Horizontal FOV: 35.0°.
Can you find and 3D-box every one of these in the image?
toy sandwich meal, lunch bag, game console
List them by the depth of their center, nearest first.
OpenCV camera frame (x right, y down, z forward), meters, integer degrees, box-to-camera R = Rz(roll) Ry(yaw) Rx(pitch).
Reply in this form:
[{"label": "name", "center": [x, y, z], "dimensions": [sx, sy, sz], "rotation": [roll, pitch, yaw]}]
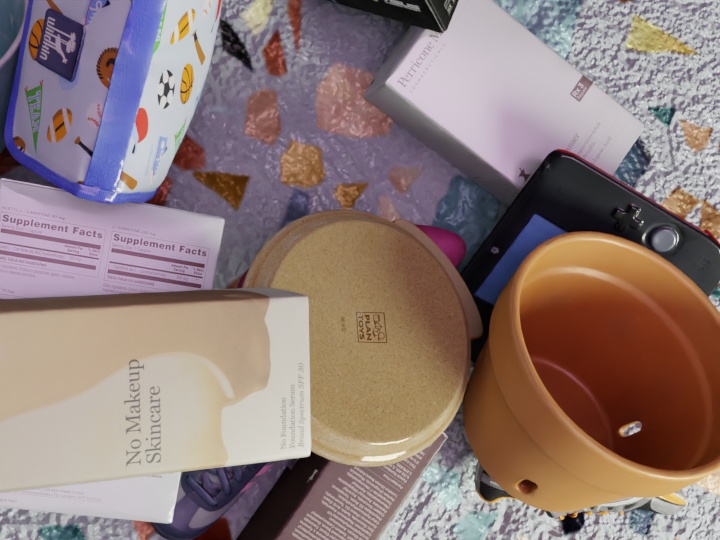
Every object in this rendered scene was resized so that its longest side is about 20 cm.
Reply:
[{"label": "lunch bag", "center": [-0.158, -0.144, 0.750], "dimensions": [0.124, 0.200, 0.170], "rotation": [14, 104, -16]}, {"label": "toy sandwich meal", "center": [-0.005, 0.045, 0.825], "dimensions": [0.205, 0.070, 0.205], "rotation": [9, 70, -26]}, {"label": "game console", "center": [0.176, 0.018, 0.928], "dimensions": [0.177, 0.031, 0.200], "rotation": [27, 117, -14]}]

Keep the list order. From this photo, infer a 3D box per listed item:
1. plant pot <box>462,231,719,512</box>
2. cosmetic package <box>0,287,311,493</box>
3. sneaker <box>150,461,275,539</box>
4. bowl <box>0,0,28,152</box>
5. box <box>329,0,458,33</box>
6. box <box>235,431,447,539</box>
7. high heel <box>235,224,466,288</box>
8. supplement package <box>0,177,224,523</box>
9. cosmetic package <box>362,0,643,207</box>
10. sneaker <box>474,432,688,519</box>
[{"label": "plant pot", "center": [0.168, 0.090, 0.857], "dimensions": [0.200, 0.140, 0.200], "rotation": [14, 52, -18]}, {"label": "cosmetic package", "center": [-0.133, 0.066, 0.673], "dimensions": [0.200, 0.071, 0.105], "rotation": [-4, 95, -26]}, {"label": "sneaker", "center": [-0.091, 0.128, 0.882], "dimensions": [0.070, 0.082, 0.200], "rotation": [40, 81, -12]}, {"label": "bowl", "center": [-0.316, -0.128, 0.788], "dimensions": [0.201, 0.105, 0.201], "rotation": [-1, 51, 1]}, {"label": "box", "center": [0.022, -0.306, 0.873], "dimensions": [0.164, 0.086, 0.200], "rotation": [22, 84, 21]}, {"label": "box", "center": [-0.027, 0.186, 0.891], "dimensions": [0.075, 0.100, 0.200], "rotation": [36, 80, -12]}, {"label": "high heel", "center": [0.000, 0.000, 0.899], "dimensions": [0.200, 0.096, 0.067], "rotation": [-7, 91, -14]}, {"label": "supplement package", "center": [-0.199, 0.051, 0.795], "dimensions": [0.147, 0.191, 0.200], "rotation": [10, 87, -19]}, {"label": "cosmetic package", "center": [0.116, -0.132, 0.938], "dimensions": [0.200, 0.081, 0.113], "rotation": [34, 84, -13]}, {"label": "sneaker", "center": [0.184, 0.175, 0.966], "dimensions": [0.200, 0.078, 0.077], "rotation": [19, 108, -15]}]
